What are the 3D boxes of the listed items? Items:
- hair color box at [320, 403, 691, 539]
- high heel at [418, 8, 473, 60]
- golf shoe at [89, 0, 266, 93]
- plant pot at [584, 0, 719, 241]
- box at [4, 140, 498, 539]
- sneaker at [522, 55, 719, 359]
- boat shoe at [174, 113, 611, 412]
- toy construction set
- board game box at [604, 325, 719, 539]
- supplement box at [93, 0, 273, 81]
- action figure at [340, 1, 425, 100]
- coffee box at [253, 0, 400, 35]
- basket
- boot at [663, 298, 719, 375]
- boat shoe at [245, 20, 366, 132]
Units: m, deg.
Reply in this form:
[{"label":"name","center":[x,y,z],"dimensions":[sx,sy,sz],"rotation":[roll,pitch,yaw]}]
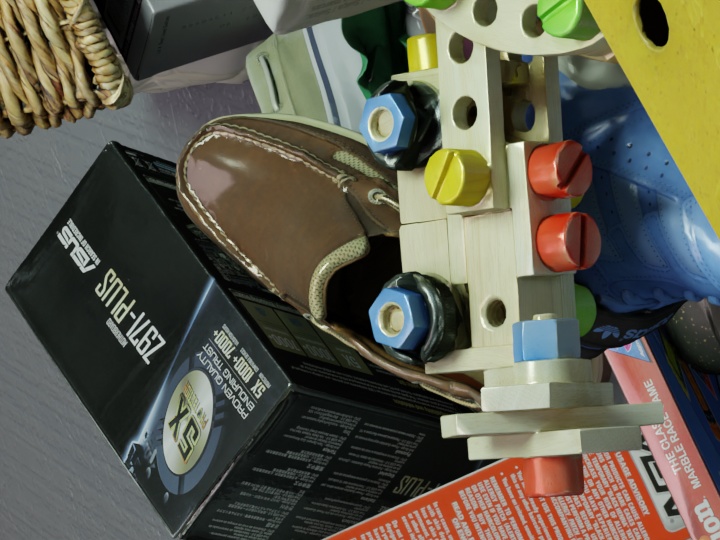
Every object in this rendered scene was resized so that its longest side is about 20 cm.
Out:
[{"label":"hair color box","center":[0.040,0.118,1.072],"dimensions":[0.111,0.200,0.064],"rotation":[107,140,-75]},{"label":"high heel","center":[0.093,-0.057,1.068],"dimensions":[0.067,0.096,0.200],"rotation":[56,173,38]},{"label":"golf shoe","center":[-0.109,-0.118,1.375],"dimensions":[0.200,0.091,0.075],"rotation":[-16,91,64]},{"label":"plant pot","center":[0.160,-0.109,0.709],"dimensions":[0.200,0.176,0.200],"rotation":[63,155,18]},{"label":"box","center":[-0.027,0.046,1.181],"dimensions":[0.086,0.200,0.164],"rotation":[-52,51,17]},{"label":"sneaker","center":[0.112,-0.004,0.886],"dimensions":[0.200,0.077,0.111],"rotation":[42,124,31]},{"label":"boat shoe","center":[0.003,-0.006,1.061],"dimensions":[0.202,0.075,0.075],"rotation":[29,103,24]},{"label":"toy construction set","center":[0.058,-0.026,0.830],"dimensions":[0.131,0.092,0.200],"rotation":[-7,70,44]},{"label":"board game box","center":[0.128,0.058,1.006],"dimensions":[0.019,0.103,0.200],"rotation":[-28,78,20]},{"label":"supplement box","center":[-0.095,-0.196,1.265],"dimensions":[0.200,0.109,0.061],"rotation":[62,156,20]},{"label":"action figure","center":[0.039,-0.087,1.094],"dimensions":[0.055,0.118,0.200],"rotation":[35,147,38]},{"label":"coffee box","center":[0.034,-0.231,0.855],"dimensions":[0.198,0.199,0.200],"rotation":[60,154,23]},{"label":"basket","center":[-0.176,-0.166,1.235],"dimensions":[0.149,0.143,0.200],"rotation":[-15,111,26]},{"label":"boot","center":[0.149,-0.055,0.931],"dimensions":[0.131,0.068,0.200],"rotation":[-4,106,55]},{"label":"boat shoe","center":[-0.001,-0.033,1.181],"dimensions":[0.072,0.062,0.200],"rotation":[40,-152,-45]}]
